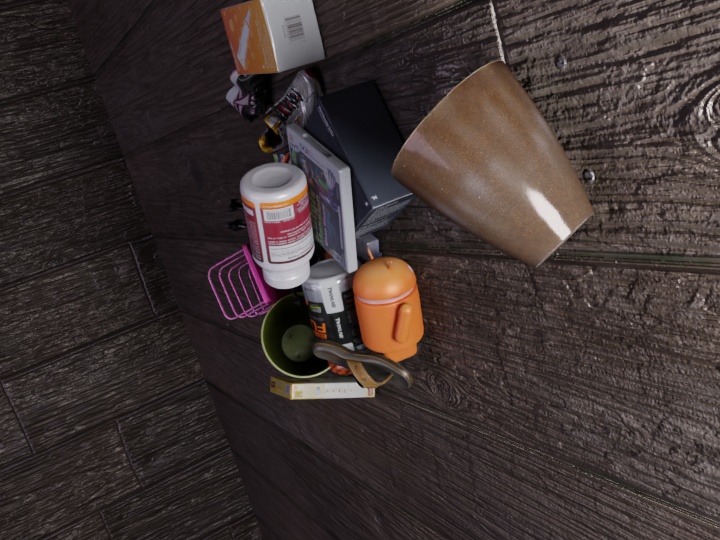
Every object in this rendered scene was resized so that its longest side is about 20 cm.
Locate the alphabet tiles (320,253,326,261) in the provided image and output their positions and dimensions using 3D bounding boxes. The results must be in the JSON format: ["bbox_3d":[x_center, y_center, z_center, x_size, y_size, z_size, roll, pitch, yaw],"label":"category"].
[{"bbox_3d":[-0.085,-0.026,1.689,0.200,0.006,0.168,31,138,53],"label":"alphabet tiles"}]

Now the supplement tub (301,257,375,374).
[{"bbox_3d":[-0.035,0.086,1.461,0.122,0.122,0.202,22,130,58],"label":"supplement tub"}]

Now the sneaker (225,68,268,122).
[{"bbox_3d":[-0.220,-0.374,1.610,0.087,0.080,0.200,55,164,-1],"label":"sneaker"}]

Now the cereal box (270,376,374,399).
[{"bbox_3d":[-0.085,0.258,1.704,0.144,0.198,0.040,176,97,-66],"label":"cereal box"}]

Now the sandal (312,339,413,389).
[{"bbox_3d":[-0.001,0.177,1.369,0.198,0.055,0.082,18,154,15],"label":"sandal"}]

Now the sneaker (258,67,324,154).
[{"bbox_3d":[-0.130,-0.288,1.438,0.078,0.082,0.201,52,136,22],"label":"sneaker"}]

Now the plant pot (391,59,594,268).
[{"bbox_3d":[0.170,-0.106,0.907,0.200,0.187,0.187,48,152,10],"label":"plant pot"}]

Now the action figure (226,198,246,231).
[{"bbox_3d":[-0.211,-0.120,1.765,0.199,0.102,0.120,12,116,31],"label":"action figure"}]

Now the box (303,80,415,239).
[{"bbox_3d":[-0.008,-0.173,1.279,0.201,0.103,0.182,64,158,7],"label":"box"}]

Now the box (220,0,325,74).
[{"bbox_3d":[-0.161,-0.427,1.387,0.200,0.097,0.125,21,130,59],"label":"box"}]

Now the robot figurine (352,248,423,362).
[{"bbox_3d":[0.050,0.063,1.352,0.144,0.115,0.202,-63,-34,-59],"label":"robot figurine"}]

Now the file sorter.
[{"bbox_3d":[-0.239,0.029,1.781,0.140,0.125,0.200,66,-161,8],"label":"file sorter"}]

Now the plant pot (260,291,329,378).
[{"bbox_3d":[-0.137,0.160,1.776,0.188,0.186,0.200,64,168,7],"label":"plant pot"}]

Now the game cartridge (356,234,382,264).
[{"bbox_3d":[0.000,0.000,1.502,0.129,0.038,0.201,37,142,42],"label":"game cartridge"}]

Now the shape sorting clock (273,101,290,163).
[{"bbox_3d":[-0.143,-0.246,1.579,0.200,0.039,0.201,46,148,39],"label":"shape sorting clock"}]

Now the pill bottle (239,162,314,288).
[{"bbox_3d":[-0.139,-0.073,1.324,0.113,0.112,0.201,42,147,43],"label":"pill bottle"}]

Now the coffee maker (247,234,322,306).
[{"bbox_3d":[-0.117,-0.063,1.514,0.193,0.134,0.200,52,157,7],"label":"coffee maker"}]

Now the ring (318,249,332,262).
[{"bbox_3d":[-0.061,0.021,1.609,0.200,0.019,0.202,165,90,-75],"label":"ring"}]

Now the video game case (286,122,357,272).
[{"bbox_3d":[-0.065,-0.121,1.289,0.182,0.023,0.201,45,149,44],"label":"video game case"}]
